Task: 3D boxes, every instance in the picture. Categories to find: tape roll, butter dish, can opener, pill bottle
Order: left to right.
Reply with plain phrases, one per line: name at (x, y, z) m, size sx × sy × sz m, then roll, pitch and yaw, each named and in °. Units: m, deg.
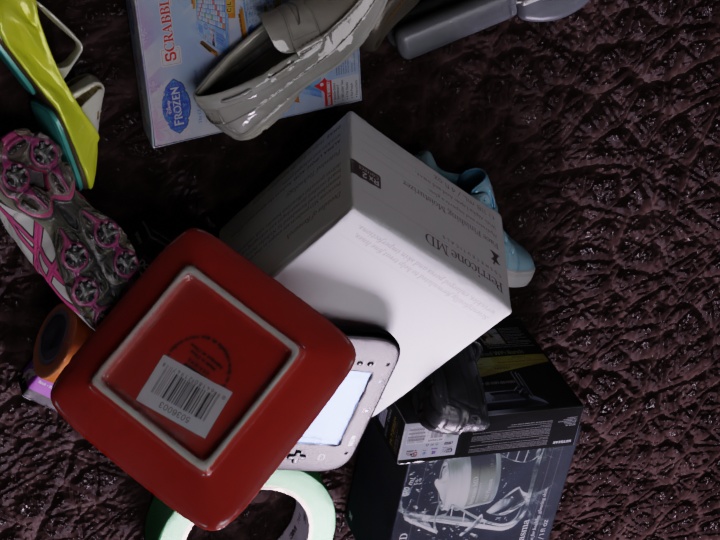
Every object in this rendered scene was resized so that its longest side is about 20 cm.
pill bottle at (-0.196, 0.093, 1.460) m, size 0.199 × 0.106 × 0.107 m, roll 24°, pitch 110°, yaw -34°
butter dish at (-0.125, 0.105, 1.363) m, size 0.200 × 0.199 × 0.148 m, roll -50°, pitch 162°, yaw -15°
tape roll at (-0.125, 0.270, 1.689) m, size 0.198 × 0.048 × 0.203 m, roll -12°, pitch 125°, yaw -17°
can opener at (0.122, -0.232, 1.465) m, size 0.198 × 0.053 × 0.067 m, roll -23°, pitch 127°, yaw -7°

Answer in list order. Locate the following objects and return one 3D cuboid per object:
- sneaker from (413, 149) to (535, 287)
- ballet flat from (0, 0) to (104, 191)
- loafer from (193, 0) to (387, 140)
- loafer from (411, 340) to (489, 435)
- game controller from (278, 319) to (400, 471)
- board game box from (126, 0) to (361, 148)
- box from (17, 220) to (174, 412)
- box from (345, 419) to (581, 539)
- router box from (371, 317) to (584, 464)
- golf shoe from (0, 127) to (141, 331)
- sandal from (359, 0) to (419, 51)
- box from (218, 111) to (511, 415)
sneaker at (0.113, -0.051, 1.567) m, size 0.199 × 0.074 × 0.082 m, roll 28°, pitch 112°, yaw -36°
ballet flat at (-0.253, -0.156, 1.344) m, size 0.067 × 0.067 × 0.201 m, roll -37°, pitch 129°, yaw -15°
loafer at (-0.056, -0.193, 1.347) m, size 0.200 × 0.070 × 0.070 m, roll -45°, pitch 137°, yaw 9°
loafer at (0.082, 0.077, 1.558) m, size 0.070 × 0.202 × 0.068 m, roll 12°, pitch 132°, yaw -20°
game controller at (-0.035, 0.118, 1.460) m, size 0.103 × 0.042 × 0.201 m, roll 11°, pitch 135°, yaw -13°
board game box at (-0.100, -0.221, 1.380) m, size 0.197 × 0.041 × 0.202 m, roll -14°, pitch 126°, yaw -16°
box at (-0.209, 0.064, 1.525) m, size 0.142 × 0.036 × 0.200 m, roll 32°, pitch 106°, yaw -37°
box at (0.105, 0.215, 1.711) m, size 0.194 × 0.124 × 0.202 m, roll -2°, pitch 122°, yaw -21°
router box at (0.101, 0.117, 1.620) m, size 0.197 × 0.158 × 0.053 m, roll -3°, pitch 124°, yaw -22°
golf shoe at (-0.253, -0.030, 1.377) m, size 0.072 × 0.092 × 0.201 m, roll -36°, pitch 104°, yaw -27°
sandal at (0.072, -0.261, 1.389) m, size 0.201 × 0.054 × 0.082 m, roll -50°, pitch 171°, yaw -5°
box at (0.000, 0.000, 1.465) m, size 0.198 × 0.132 × 0.200 m, roll 31°, pitch 127°, yaw -29°
